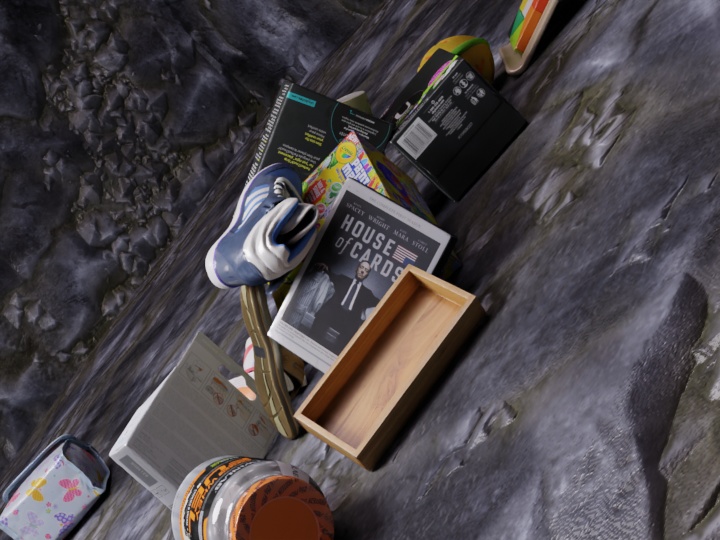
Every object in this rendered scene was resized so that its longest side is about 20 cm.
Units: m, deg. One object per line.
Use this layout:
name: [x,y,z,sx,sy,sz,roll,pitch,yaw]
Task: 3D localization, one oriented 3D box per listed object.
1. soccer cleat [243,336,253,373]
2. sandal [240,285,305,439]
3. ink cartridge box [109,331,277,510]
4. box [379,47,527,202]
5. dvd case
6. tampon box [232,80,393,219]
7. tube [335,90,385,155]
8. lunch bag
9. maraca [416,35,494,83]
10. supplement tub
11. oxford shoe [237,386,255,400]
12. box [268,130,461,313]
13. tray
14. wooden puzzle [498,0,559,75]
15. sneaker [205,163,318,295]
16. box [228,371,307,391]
soccer cleat: [-0.097,0.110,1.783,0.199,0.068,0.074,-26,49,51]
sandal: [-0.095,0.103,1.557,0.053,0.203,0.080,-16,12,-21]
ink cartridge box: [-0.192,0.197,1.601,0.047,0.160,0.201,-34,19,42]
box: [0.117,-0.202,1.795,0.149,0.124,0.200,-47,13,7]
dvd case: [0.000,0.019,1.448,0.202,0.149,0.025,-63,-27,6]
tampon box: [-0.066,-0.130,1.752,0.126,0.148,0.202,-129,60,-78]
tube: [0.018,-0.150,1.856,0.051,0.202,0.058,-10,16,39]
lunch bag: [-0.526,0.380,2.265,0.170,0.127,0.200,-46,6,0]
maraca: [0.131,-0.287,1.971,0.199,0.107,0.138,-24,-31,-54]
supplement tub: [-0.103,0.242,1.265,0.123,0.122,0.200,-53,14,-19]
oxford shoe: [-0.185,0.207,1.755,0.199,0.071,0.073,-28,29,57]
box: [-0.009,-0.024,1.589,0.193,0.122,0.201,-45,34,13]
tray: [0.030,0.096,1.337,0.098,0.037,0.201,26,73,41]
wooden puzzle: [0.266,-0.399,1.979,0.202,0.037,0.185,-60,9,18]
sneaker: [-0.082,-0.062,1.510,0.145,0.081,0.201,-16,32,43]
box: [-0.139,0.154,1.764,0.038,0.042,0.199,-16,-5,-35]
